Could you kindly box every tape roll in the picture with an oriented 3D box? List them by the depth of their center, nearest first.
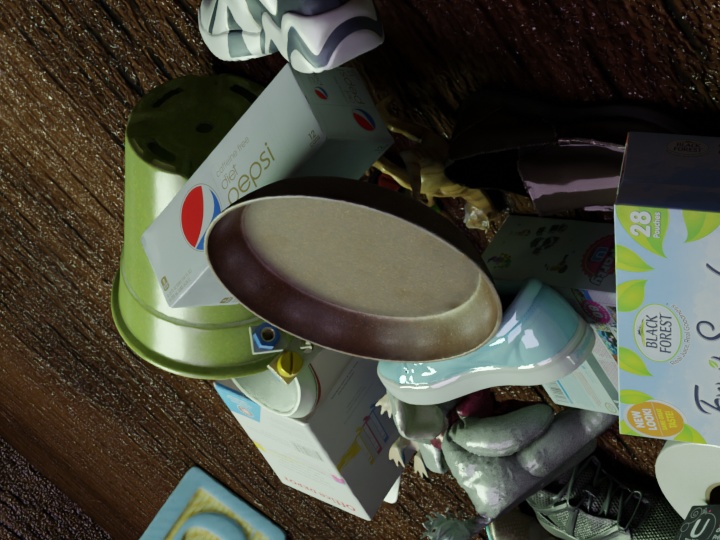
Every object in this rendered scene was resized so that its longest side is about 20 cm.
[{"bbox_3d":[0.328,0.186,1.105,0.201,0.037,0.203,29,155,15],"label":"tape roll"}]

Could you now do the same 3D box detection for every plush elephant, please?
[{"bbox_3d":[0.097,0.122,1.172,0.155,0.199,0.165,53,173,15],"label":"plush elephant"}]

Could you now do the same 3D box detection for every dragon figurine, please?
[{"bbox_3d":[0.071,0.125,1.318,0.058,0.099,0.202,15,130,42],"label":"dragon figurine"}]

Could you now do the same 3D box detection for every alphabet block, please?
[{"bbox_3d":[-0.252,0.456,2.203,0.195,0.197,0.200,37,157,2],"label":"alphabet block"}]

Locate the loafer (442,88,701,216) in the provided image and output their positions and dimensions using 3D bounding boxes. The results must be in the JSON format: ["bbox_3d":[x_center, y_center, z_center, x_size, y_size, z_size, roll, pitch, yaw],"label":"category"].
[{"bbox_3d":[0.134,-0.059,0.878,0.199,0.072,0.073,14,148,42],"label":"loafer"}]

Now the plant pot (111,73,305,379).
[{"bbox_3d":[-0.118,-0.049,1.134,0.199,0.200,0.191,25,143,23],"label":"plant pot"}]

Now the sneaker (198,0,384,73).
[{"bbox_3d":[-0.065,-0.204,0.895,0.199,0.079,0.131,36,148,62],"label":"sneaker"}]

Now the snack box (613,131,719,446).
[{"bbox_3d":[0.232,0.020,0.802,0.167,0.068,0.201,6,136,16],"label":"snack box"}]

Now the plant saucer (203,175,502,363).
[{"bbox_3d":[-0.002,-0.003,0.905,0.198,0.035,0.201,13,150,8],"label":"plant saucer"}]

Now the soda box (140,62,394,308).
[{"bbox_3d":[-0.069,-0.054,0.964,0.200,0.068,0.064,-45,63,36],"label":"soda box"}]

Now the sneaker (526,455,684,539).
[{"bbox_3d":[0.215,0.207,1.251,0.198,0.077,0.114,15,156,50],"label":"sneaker"}]

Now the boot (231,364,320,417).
[{"bbox_3d":[-0.066,0.047,1.260,0.200,0.143,0.073,47,124,32],"label":"boot"}]

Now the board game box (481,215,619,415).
[{"bbox_3d":[0.194,0.039,0.987,0.199,0.064,0.148,9,144,48],"label":"board game box"}]

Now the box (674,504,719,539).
[{"bbox_3d":[0.338,0.281,1.079,0.200,0.115,0.132,41,155,-14],"label":"box"}]

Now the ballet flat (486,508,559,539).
[{"bbox_3d":[0.199,0.308,1.500,0.062,0.068,0.200,-13,136,25],"label":"ballet flat"}]

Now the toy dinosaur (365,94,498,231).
[{"bbox_3d":[0.047,-0.076,0.966,0.106,0.061,0.200,31,-174,25],"label":"toy dinosaur"}]

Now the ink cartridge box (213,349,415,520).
[{"bbox_3d":[-0.030,0.144,1.410,0.128,0.126,0.201,18,150,37],"label":"ink cartridge box"}]

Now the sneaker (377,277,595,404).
[{"bbox_3d":[0.073,0.039,0.997,0.199,0.074,0.082,-17,120,46],"label":"sneaker"}]

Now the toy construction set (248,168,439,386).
[{"bbox_3d":[0.000,0.000,1.068,0.092,0.198,0.133,-34,74,58],"label":"toy construction set"}]
